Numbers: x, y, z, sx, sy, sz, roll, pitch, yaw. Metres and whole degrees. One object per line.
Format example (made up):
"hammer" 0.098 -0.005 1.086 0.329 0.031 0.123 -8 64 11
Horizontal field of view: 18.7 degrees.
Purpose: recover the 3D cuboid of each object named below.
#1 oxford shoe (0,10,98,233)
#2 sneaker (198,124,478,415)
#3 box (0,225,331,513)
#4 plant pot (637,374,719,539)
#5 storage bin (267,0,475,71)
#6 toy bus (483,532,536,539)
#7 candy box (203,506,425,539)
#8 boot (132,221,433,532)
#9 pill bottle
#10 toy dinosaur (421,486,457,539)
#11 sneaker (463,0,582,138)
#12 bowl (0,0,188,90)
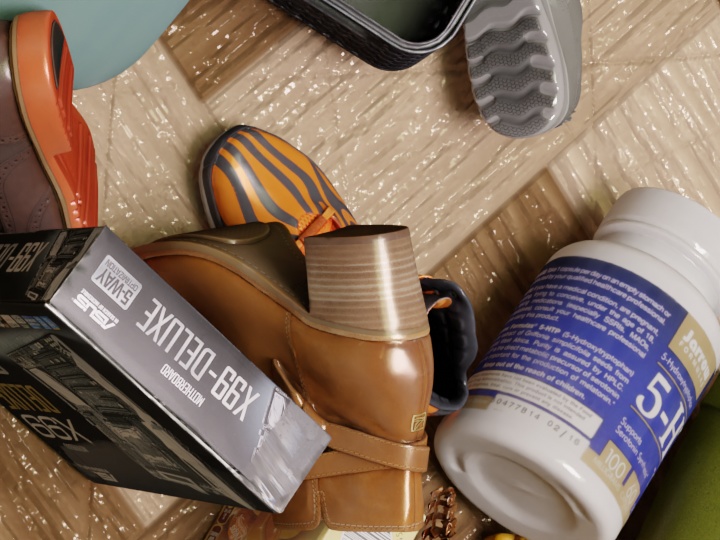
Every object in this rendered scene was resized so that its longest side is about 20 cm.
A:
"oxford shoe" -0.172 -0.051 1.090 0.072 0.071 0.200 -4 139 1
"sneaker" 0.000 0.000 1.195 0.078 0.112 0.200 -48 114 -20
"box" -0.128 0.047 1.073 0.158 0.200 0.050 45 67 -25
"plant pot" 0.247 0.183 1.312 0.200 0.200 0.193 39 85 -26
"storage bin" 0.025 -0.222 1.175 0.135 0.094 0.200 32 84 -6
"toy bus" 0.101 0.253 1.266 0.065 0.078 0.200 9 75 -16
"candy box" -0.059 0.196 1.170 0.055 0.115 0.200 38 74 -26
"boot" -0.045 0.055 1.124 0.074 0.200 0.155 -12 100 -42
"pill bottle" 0.141 0.053 1.274 0.120 0.120 0.200 47 63 -24
"toy dinosaur" 0.018 0.227 1.244 0.136 0.102 0.200 11 72 -60
"sneaker" 0.089 -0.175 1.277 0.082 0.075 0.200 -2 88 -67
"bowl" -0.136 -0.197 1.076 0.201 0.105 0.201 14 70 -42
